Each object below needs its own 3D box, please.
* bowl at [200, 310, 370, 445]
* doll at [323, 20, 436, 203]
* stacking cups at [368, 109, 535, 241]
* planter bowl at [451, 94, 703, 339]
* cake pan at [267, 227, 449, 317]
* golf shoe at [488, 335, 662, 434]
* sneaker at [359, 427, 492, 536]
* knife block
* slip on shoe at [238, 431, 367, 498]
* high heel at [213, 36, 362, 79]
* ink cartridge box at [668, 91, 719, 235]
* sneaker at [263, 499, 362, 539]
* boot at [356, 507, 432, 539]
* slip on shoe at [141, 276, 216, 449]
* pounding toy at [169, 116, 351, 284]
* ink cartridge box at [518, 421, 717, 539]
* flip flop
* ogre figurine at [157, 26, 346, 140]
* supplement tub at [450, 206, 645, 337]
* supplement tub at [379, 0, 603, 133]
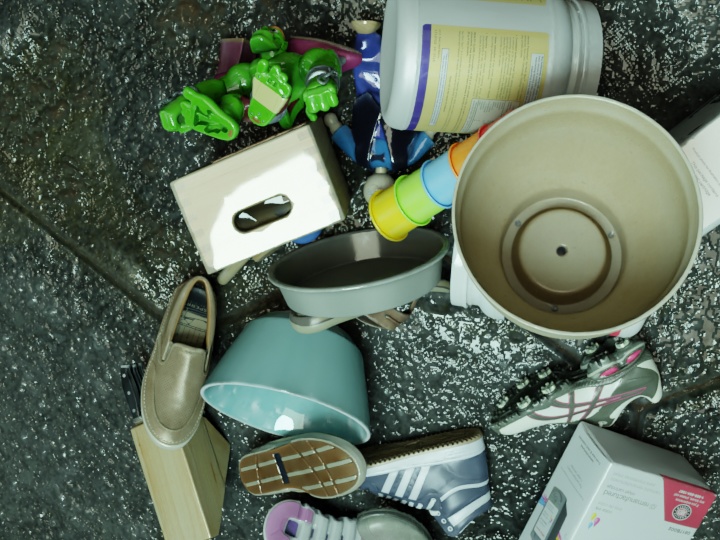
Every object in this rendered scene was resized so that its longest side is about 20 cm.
[{"bbox_3d":[-0.073,0.118,0.936,0.197,0.202,0.107,10,65,11],"label":"bowl"},{"bbox_3d":[0.021,-0.172,0.911,0.134,0.048,0.205,2,99,16],"label":"doll"},{"bbox_3d":[0.093,-0.098,0.821,0.199,0.060,0.061,-32,93,41],"label":"stacking cups"},{"bbox_3d":[0.182,-0.032,0.716,0.196,0.135,0.205,-2,75,9],"label":"planter bowl"},{"bbox_3d":[0.000,0.000,0.875,0.196,0.201,0.037,-5,109,14],"label":"cake pan"},{"bbox_3d":[0.239,0.147,0.912,0.198,0.077,0.089,-30,101,18],"label":"golf shoe"},{"bbox_3d":[0.062,0.263,0.979,0.196,0.070,0.111,-14,96,13],"label":"sneaker"},{"bbox_3d":[-0.234,0.208,0.989,0.063,0.202,0.176,-24,125,17],"label":"knife block"},{"bbox_3d":[-0.062,0.229,0.969,0.198,0.060,0.077,-21,86,41],"label":"slip on shoe"},{"bbox_3d":[-0.084,-0.205,0.907,0.197,0.067,0.098,10,96,36],"label":"high heel"},{"bbox_3d":[0.366,-0.128,0.787,0.199,0.144,0.084,-38,91,17],"label":"ink cartridge box"},{"bbox_3d":[-0.036,0.346,1.021,0.197,0.088,0.082,25,62,-11],"label":"sneaker"},{"bbox_3d":[0.057,0.376,0.938,0.067,0.132,0.201,-22,121,25],"label":"boot"},{"bbox_3d":[-0.206,0.103,0.956,0.075,0.061,0.204,18,65,-16],"label":"slip on shoe"},{"bbox_3d":[-0.112,-0.063,0.905,0.197,0.184,0.144,-21,101,7],"label":"pounding toy"},{"bbox_3d":[0.273,0.289,0.903,0.145,0.086,0.203,17,105,-17],"label":"ink cartridge box"},{"bbox_3d":[0.014,0.043,0.902,0.081,0.197,0.059,9,113,56],"label":"flip flop"},{"bbox_3d":[-0.098,-0.182,0.822,0.198,0.120,0.099,-24,109,34],"label":"ogre figurine"},{"bbox_3d":[0.199,-0.012,0.853,0.196,0.140,0.143,7,103,12],"label":"supplement tub"},{"bbox_3d":[0.123,-0.210,0.811,0.196,0.146,0.149,2,103,-6],"label":"supplement tub"}]
